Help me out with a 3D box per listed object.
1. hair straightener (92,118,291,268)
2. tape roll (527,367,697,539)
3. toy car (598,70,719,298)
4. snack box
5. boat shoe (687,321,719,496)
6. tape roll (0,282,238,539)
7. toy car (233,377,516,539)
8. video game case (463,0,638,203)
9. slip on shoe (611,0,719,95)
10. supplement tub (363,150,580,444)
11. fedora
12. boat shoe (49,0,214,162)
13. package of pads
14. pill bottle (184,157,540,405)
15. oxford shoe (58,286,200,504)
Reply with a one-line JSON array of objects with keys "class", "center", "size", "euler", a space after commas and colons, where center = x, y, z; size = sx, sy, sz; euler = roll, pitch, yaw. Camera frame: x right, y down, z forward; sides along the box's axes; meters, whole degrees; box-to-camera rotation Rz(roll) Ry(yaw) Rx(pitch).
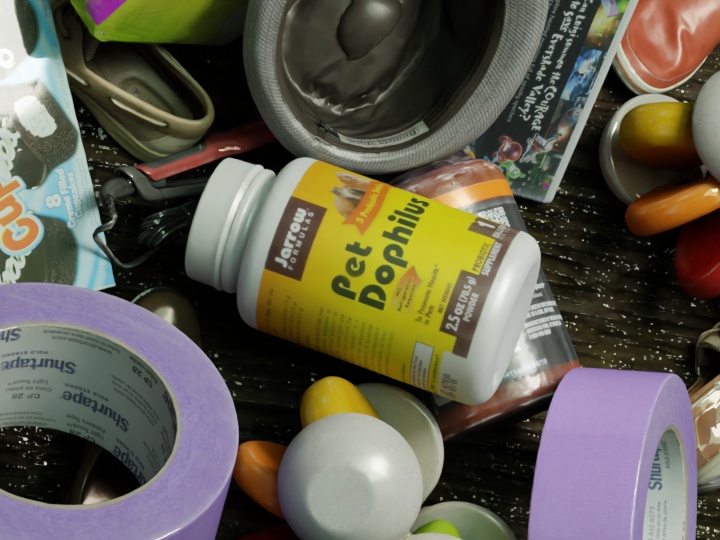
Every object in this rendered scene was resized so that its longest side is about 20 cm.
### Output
[{"class": "hair straightener", "center": [-0.093, -0.042, 1.610], "size": [0.200, 0.041, 0.077], "euler": [-24, 117, -48]}, {"class": "tape roll", "center": [0.157, 0.161, 1.588], "size": [0.065, 0.200, 0.201], "euler": [2, 64, 18]}, {"class": "toy car", "center": [0.265, -0.050, 1.734], "size": [0.199, 0.175, 0.151], "euler": [4, 82, -25]}, {"class": "snack box", "center": [-0.226, -0.073, 1.552], "size": [0.116, 0.037, 0.201], "euler": [-16, 96, -29]}, {"class": "boat shoe", "center": [0.264, 0.063, 1.746], "size": [0.072, 0.076, 0.200], "euler": [44, 58, -2]}, {"class": "tape roll", "center": [-0.170, 0.105, 1.401], "size": [0.199, 0.085, 0.200], "euler": [9, 41, -8]}, {"class": "toy car", "center": [-0.001, 0.171, 1.535], "size": [0.150, 0.175, 0.200], "euler": [-35, 90, 10]}, {"class": "video game case", "center": [0.080, -0.153, 1.687], "size": [0.181, 0.201, 0.023], "euler": [13, 24, -20]}, {"class": "slip on shoe", "center": [0.246, -0.196, 1.839], "size": [0.200, 0.061, 0.074], "euler": [-41, 93, -30]}, {"class": "supplement tub", "center": [0.062, 0.002, 1.650], "size": [0.107, 0.107, 0.201], "euler": [-16, 80, -29]}, {"class": "fedora", "center": [0.015, -0.159, 1.591], "size": [0.176, 0.090, 0.201], "euler": [23, 104, -16]}, {"class": "boat shoe", "center": [-0.174, -0.151, 1.620], "size": [0.200, 0.065, 0.071], "euler": [38, 60, -8]}, {"class": "package of pads", "center": [-0.086, -0.204, 1.587], "size": [0.068, 0.154, 0.200], "euler": [55, 22, 11]}, {"class": "pill bottle", "center": [0.000, 0.000, 1.551], "size": [0.199, 0.109, 0.110], "euler": [19, 62, 10]}, {"class": "oxford shoe", "center": [-0.129, 0.096, 1.541], "size": [0.072, 0.084, 0.201], "euler": [20, 63, -16]}]
